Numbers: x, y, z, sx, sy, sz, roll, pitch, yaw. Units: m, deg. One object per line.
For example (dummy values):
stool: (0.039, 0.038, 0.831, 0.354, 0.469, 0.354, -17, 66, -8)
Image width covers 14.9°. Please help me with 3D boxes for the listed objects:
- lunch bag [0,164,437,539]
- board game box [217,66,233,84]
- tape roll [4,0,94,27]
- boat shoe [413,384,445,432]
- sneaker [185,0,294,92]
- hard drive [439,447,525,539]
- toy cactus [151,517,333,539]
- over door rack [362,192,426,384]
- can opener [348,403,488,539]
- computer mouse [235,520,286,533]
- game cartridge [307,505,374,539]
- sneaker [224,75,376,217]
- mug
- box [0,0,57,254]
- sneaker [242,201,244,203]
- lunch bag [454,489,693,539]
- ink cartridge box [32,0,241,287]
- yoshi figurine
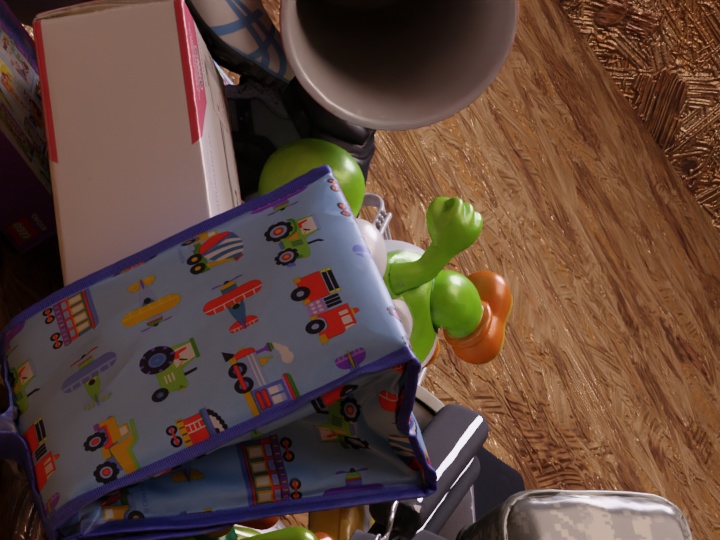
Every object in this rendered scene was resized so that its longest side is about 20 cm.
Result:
lunch bag: (-0.082, 0.052, 1.298, 0.151, 0.199, 0.095, -114, -169, -49)
board game box: (-0.111, -0.102, 1.836, 0.200, 0.036, 0.152, 51, 16, -37)
tape roll: (-0.153, -0.239, 1.615, 0.066, 0.200, 0.201, 47, 19, -38)
boat shoe: (-0.009, 0.078, 1.546, 0.202, 0.072, 0.061, 42, 59, -50)
sneaker: (-0.091, -0.171, 1.518, 0.072, 0.073, 0.200, 24, -17, 48)
hard drive: (0.077, 0.208, 1.771, 0.135, 0.042, 0.201, 39, 44, -58)
toy cactus: (-0.098, 0.126, 1.364, 0.165, 0.102, 0.200, 44, 13, 11)
over door rack: (-0.008, 0.068, 1.742, 0.201, 0.066, 0.148, -80, 161, -50)
can opener: (0.037, 0.142, 1.479, 0.200, 0.066, 0.054, -48, 153, -56)
computer mouse: (-0.075, 0.129, 1.489, 0.201, 0.044, 0.110, 56, 13, -19)
game cartridge: (0.010, 0.208, 1.575, 0.200, 0.032, 0.177, -93, 165, -65)
sneaker: (-0.073, -0.106, 1.684, 0.199, 0.114, 0.075, 28, 5, 3)
mug: (0.011, -0.194, 1.589, 0.200, 0.132, 0.179, -107, -166, -70)
box: (-0.221, -0.121, 1.475, 0.200, 0.039, 0.137, 55, 15, -24)
sneaker: (-0.092, -0.007, 1.695, 0.075, 0.071, 0.200, 36, 16, -1)
lunch bag: (0.103, 0.239, 1.528, 0.138, 0.168, 0.201, 2, 64, -29)
ink cartridge box: (-0.112, -0.052, 1.468, 0.200, 0.082, 0.148, 64, 17, -82)
yoshi figurine: (0.004, -0.015, 1.595, 0.112, 0.113, 0.200, 43, 7, 38)
